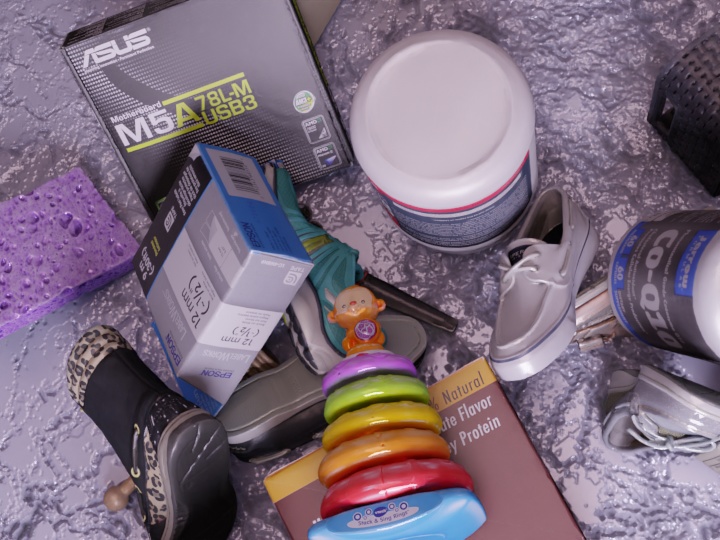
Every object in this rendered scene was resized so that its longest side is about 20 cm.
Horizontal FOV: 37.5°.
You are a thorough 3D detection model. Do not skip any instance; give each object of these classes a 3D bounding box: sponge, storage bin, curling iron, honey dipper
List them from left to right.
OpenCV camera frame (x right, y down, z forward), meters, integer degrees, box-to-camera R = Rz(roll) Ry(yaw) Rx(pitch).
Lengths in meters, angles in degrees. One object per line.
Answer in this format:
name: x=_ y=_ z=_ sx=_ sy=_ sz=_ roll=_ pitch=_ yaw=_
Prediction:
sponge: x=-0.312 y=-0.008 z=0.960 sx=0.200 sy=0.030 sz=0.112 roll=-31 pitch=73 yaw=-28
honey dipper: x=-0.154 y=0.141 z=0.945 sx=0.200 sy=0.038 sz=0.038 roll=-45 pitch=74 yaw=3
curling iron: x=0.000 y=0.000 z=0.950 sx=0.200 sy=0.026 sz=0.050 roll=32 pitch=87 yaw=15
storage bin: x=0.347 y=-0.166 z=0.869 sx=0.200 sy=0.135 sz=0.094 roll=-37 pitch=74 yaw=0

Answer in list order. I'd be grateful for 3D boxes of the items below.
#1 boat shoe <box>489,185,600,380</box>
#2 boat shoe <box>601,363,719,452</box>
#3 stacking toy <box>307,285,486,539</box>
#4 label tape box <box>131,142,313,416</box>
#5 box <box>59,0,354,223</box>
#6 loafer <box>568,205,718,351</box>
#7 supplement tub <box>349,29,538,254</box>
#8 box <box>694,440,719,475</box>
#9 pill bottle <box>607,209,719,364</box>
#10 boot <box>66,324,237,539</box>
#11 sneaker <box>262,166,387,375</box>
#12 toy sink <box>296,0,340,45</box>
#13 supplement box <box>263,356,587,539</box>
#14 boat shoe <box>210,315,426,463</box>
boat shoe: x=0.138 y=0.005 z=0.854 sx=0.073 sy=0.200 sz=0.065 roll=-20 pitch=116 yaw=33
boat shoe: x=0.226 y=0.112 z=0.796 sx=0.074 sy=0.202 sz=0.065 roll=21 pitch=84 yaw=-2
stacking toy: x=0.012 y=0.099 z=0.759 sx=0.116 sy=0.110 sz=0.200 roll=-15 pitch=64 yaw=8
label tape box: x=-0.134 y=0.018 z=0.884 sx=0.200 sy=0.066 sz=0.143 roll=-55 pitch=45 yaw=25
box: x=-0.129 y=-0.150 z=0.933 sx=0.199 sy=0.193 sz=0.048 roll=-17 pitch=34 yaw=7
loafer: x=0.230 y=0.023 z=0.885 sx=0.200 sy=0.072 sz=0.063 roll=-34 pitch=81 yaw=-2
supplement tub: x=0.074 y=-0.096 z=0.869 sx=0.140 sy=0.200 sz=0.141 roll=-2 pitch=76 yaw=10
box: x=0.372 y=0.153 z=0.796 sx=0.200 sy=0.128 sz=0.109 roll=36 pitch=85 yaw=15
pill bottle: x=0.270 y=0.013 z=0.763 sx=0.113 sy=0.200 sz=0.114 roll=-1 pitch=93 yaw=-12
boot: x=-0.177 y=0.154 z=0.890 sx=0.073 sy=0.204 sz=0.154 roll=-28 pitch=52 yaw=-34
sneaker: x=-0.040 y=-0.003 z=0.912 sx=0.079 sy=0.078 sz=0.200 roll=-17 pitch=65 yaw=-14
toy sink: x=-0.068 y=-0.318 z=0.993 sx=0.130 sy=0.112 sz=0.200 roll=29 pitch=88 yaw=15
supplement box: x=0.064 y=0.209 z=0.836 sx=0.197 sy=0.133 sz=0.200 roll=-29 pitch=74 yaw=2
boat shoe: x=-0.031 y=0.103 z=0.917 sx=0.200 sy=0.060 sz=0.076 roll=-22 pitch=46 yaw=4
